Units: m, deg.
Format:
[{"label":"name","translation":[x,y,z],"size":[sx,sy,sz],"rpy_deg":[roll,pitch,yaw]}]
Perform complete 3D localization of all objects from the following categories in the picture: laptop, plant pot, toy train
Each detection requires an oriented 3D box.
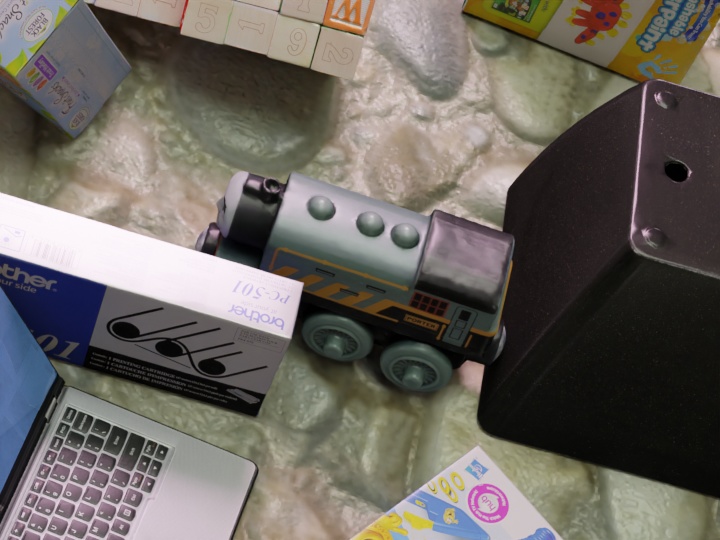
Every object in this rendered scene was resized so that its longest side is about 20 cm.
[{"label":"laptop","translation":[-0.164,0.121,1.177],"size":[0.199,0.116,0.188],"rpy_deg":[23,54,-3]},{"label":"plant pot","translation":[0.203,0.000,1.338],"size":[0.199,0.178,0.200],"rpy_deg":[16,55,-8]},{"label":"toy train","translation":[0.000,0.000,1.308],"size":[0.199,0.114,0.085],"rpy_deg":[19,53,-3]}]

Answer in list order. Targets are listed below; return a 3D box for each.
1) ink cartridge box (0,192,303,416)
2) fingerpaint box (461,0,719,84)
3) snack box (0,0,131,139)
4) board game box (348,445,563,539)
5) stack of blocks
[{"label":"ink cartridge box","translation":[-0.141,0.020,1.264],"size":[0.199,0.094,0.044],"rpy_deg":[17,54,-6]},{"label":"fingerpaint box","translation":[0.181,-0.233,1.469],"size":[0.166,0.200,0.074],"rpy_deg":[21,53,-3]},{"label":"snack box","translation":[-0.245,-0.178,1.312],"size":[0.200,0.169,0.068],"rpy_deg":[37,85,9]},{"label":"board game box","translation":[0.056,0.230,1.213],"size":[0.196,0.056,0.200],"rpy_deg":[-33,72,-32]},{"label":"stack of blocks","translation":[-0.096,-0.184,1.397],"size":[0.199,0.059,0.115],"rpy_deg":[14,13,-8]}]
